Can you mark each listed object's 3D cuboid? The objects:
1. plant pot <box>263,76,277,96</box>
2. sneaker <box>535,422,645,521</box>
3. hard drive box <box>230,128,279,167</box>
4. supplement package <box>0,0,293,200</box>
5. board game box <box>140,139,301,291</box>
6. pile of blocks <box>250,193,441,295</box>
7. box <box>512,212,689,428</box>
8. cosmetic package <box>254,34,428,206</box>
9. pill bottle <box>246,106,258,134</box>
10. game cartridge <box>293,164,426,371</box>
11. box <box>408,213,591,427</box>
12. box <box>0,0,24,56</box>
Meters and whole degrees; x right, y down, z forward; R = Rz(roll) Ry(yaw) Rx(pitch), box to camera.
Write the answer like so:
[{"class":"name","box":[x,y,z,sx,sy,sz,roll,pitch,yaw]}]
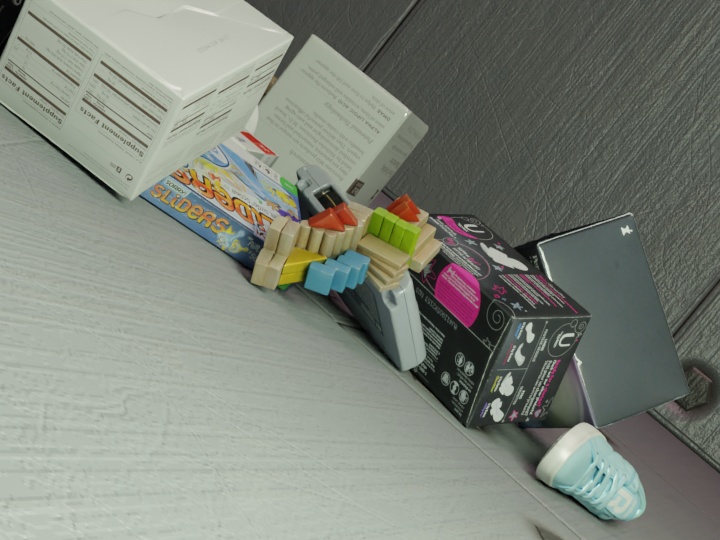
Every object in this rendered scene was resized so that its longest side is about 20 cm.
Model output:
[{"class":"plant pot","box":[-0.179,-0.305,2.599,0.201,0.093,0.201,37,7,-6]},{"class":"sneaker","box":[0.241,0.206,1.436,0.082,0.074,0.200,38,6,29]},{"class":"hard drive box","box":[-0.196,-0.152,1.489,0.200,0.077,0.156,39,7,4]},{"class":"supplement package","box":[-0.181,-0.175,1.222,0.156,0.111,0.200,37,31,6]},{"class":"board game box","box":[-0.136,-0.080,1.326,0.200,0.034,0.136,35,27,-31]},{"class":"pile of blocks","box":[-0.004,-0.027,1.288,0.200,0.062,0.082,-16,47,-37]},{"class":"box","box":[0.227,0.058,1.551,0.198,0.123,0.200,159,-87,-71]},{"class":"cosmetic package","box":[-0.044,-0.165,1.868,0.165,0.200,0.165,39,6,10]},{"class":"pill bottle","box":[-0.194,-0.202,1.677,0.116,0.116,0.200,35,7,-27]},{"class":"game cartridge","box":[0.000,0.000,1.419,0.200,0.041,0.133,52,-13,38]},{"class":"box","box":[0.111,0.047,1.452,0.115,0.132,0.200,0,31,-38]},{"class":"box","box":[-0.345,-0.256,1.374,0.141,0.079,0.200,42,7,5]}]
